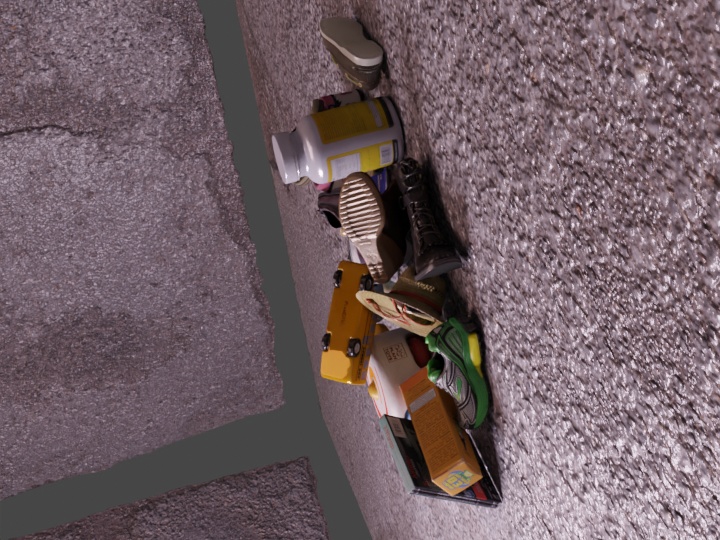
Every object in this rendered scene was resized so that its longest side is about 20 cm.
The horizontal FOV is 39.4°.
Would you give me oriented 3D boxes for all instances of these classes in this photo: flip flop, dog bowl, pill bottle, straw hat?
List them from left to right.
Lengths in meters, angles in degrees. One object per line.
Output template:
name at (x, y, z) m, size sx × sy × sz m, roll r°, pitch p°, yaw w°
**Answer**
flip flop at (-0.104, -0.231, 1.810) m, size 0.201 × 0.057 × 0.082 m, roll 110°, pitch 158°, yaw -57°
dog bowl at (-0.044, -0.232, 1.842) m, size 0.200 × 0.073 × 0.202 m, roll -179°, pitch 90°, yaw -78°
pill bottle at (-0.037, -0.205, 1.625) m, size 0.112 × 0.198 × 0.113 m, roll 164°, pitch 90°, yaw -80°
straw hat at (0.092, 0.039, 1.599) m, size 0.086 × 0.200 × 0.201 m, roll -63°, pitch 2°, yaw -12°

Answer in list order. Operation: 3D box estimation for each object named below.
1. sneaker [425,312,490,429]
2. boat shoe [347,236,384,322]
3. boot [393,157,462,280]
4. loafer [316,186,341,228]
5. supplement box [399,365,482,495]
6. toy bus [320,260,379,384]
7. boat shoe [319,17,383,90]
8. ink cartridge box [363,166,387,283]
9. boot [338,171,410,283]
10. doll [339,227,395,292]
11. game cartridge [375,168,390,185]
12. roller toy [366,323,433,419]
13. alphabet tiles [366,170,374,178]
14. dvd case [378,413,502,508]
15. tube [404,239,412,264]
sneaker at (0.142, 0.159, 1.522) m, size 0.078 × 0.084 × 0.202 m, roll -123°, pitch 16°, yaw -60°
boat shoe at (0.000, 0.000, 1.828) m, size 0.056 × 0.068 × 0.202 m, roll -21°, pitch 71°, yaw 39°
boot at (0.087, -0.080, 1.488) m, size 0.200 × 0.069 × 0.176 m, roll -151°, pitch 46°, yaw -84°
loafer at (-0.045, -0.105, 1.815) m, size 0.200 × 0.071 × 0.064 m, roll 163°, pitch 128°, yaw -75°
supplement box at (0.125, 0.250, 1.584) m, size 0.066 × 0.069 × 0.201 m, roll 42°, pitch -163°, yaw -38°
toy bus at (-0.014, 0.088, 1.700) m, size 0.078 × 0.065 × 0.202 m, roll 12°, pitch -92°, yaw -60°
boat shoe at (-0.018, -0.361, 1.651) m, size 0.202 × 0.071 × 0.061 m, roll -123°, pitch 24°, yaw -50°
ink cartridge box at (0.026, -0.085, 1.711) m, size 0.095 × 0.037 × 0.202 m, roll -91°, pitch 5°, yaw -54°
boot at (0.029, -0.099, 1.560) m, size 0.167 × 0.072 × 0.201 m, roll -68°, pitch -32°, yaw -50°
doll at (0.020, -0.022, 1.961) m, size 0.201 × 0.048 × 0.137 m, roll 57°, pitch 180°, yaw 31°
game cartridge at (0.025, -0.135, 1.875) m, size 0.200 × 0.041 × 0.134 m, roll -164°, pitch 54°, yaw -79°
roller toy at (0.080, 0.191, 1.770) m, size 0.182 × 0.138 × 0.202 m, roll -171°, pitch 66°, yaw -79°
alphabet tiles at (0.003, -0.219, 1.809) m, size 0.200 × 0.006 × 0.168 m, roll -152°, pitch 64°, yaw -76°
dvd case at (0.129, 0.307, 1.614) m, size 0.022 × 0.199 × 0.147 m, roll -49°, pitch 43°, yaw 25°
tube at (0.058, -0.031, 1.835) m, size 0.200 × 0.050 × 0.078 m, roll 171°, pitch 87°, yaw -85°
